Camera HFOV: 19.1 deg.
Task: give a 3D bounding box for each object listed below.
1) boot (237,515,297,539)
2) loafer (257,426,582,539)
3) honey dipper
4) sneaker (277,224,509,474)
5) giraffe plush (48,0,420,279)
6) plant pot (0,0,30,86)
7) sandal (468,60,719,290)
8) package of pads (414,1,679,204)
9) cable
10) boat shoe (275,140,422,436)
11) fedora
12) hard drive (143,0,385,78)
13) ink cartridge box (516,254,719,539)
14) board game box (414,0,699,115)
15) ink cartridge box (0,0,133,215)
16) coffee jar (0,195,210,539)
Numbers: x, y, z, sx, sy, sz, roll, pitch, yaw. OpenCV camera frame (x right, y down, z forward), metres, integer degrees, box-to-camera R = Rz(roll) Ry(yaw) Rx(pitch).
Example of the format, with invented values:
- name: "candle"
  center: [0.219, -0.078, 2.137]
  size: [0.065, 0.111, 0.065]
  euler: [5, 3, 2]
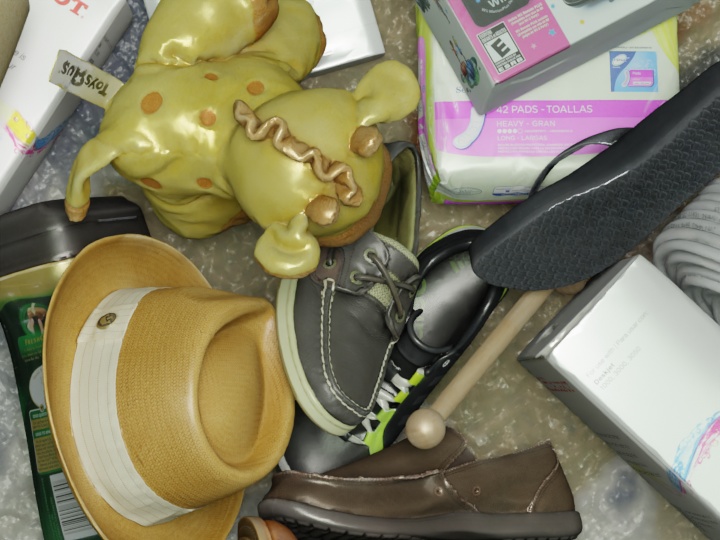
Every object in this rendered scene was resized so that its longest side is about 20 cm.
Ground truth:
- name: "boot"
  center: [0.010, 0.183, 1.199]
  size: [0.154, 0.200, 0.074]
  euler: [-6, 63, -1]
- name: "loafer"
  center: [0.033, 0.127, 1.248]
  size: [0.200, 0.073, 0.071]
  euler: [4, 74, -25]
- name: "honey dipper"
  center: [0.086, 0.032, 1.230]
  size: [0.038, 0.038, 0.200]
  euler: [43, 54, 0]
- name: "sneaker"
  center: [0.018, 0.046, 1.253]
  size: [0.072, 0.083, 0.200]
  euler: [37, 86, 0]
- name: "giraffe plush"
  center: [-0.048, -0.073, 1.160]
  size: [0.162, 0.200, 0.173]
  euler: [24, 106, 29]
- name: "plant pot"
  center: [-0.272, -0.096, 1.131]
  size: [0.187, 0.187, 0.200]
  euler: [39, 74, 0]
- name: "sandal"
  center: [0.148, -0.054, 1.197]
  size: [0.200, 0.076, 0.043]
  euler: [-34, 49, 14]
- name: "package of pads"
  center: [0.108, -0.139, 1.265]
  size: [0.154, 0.068, 0.201]
  euler: [0, 79, -3]
- name: "cable"
  center: [0.259, 0.027, 1.204]
  size: [0.200, 0.200, 0.069]
  euler: [38, 82, 6]
- name: "boat shoe"
  center: [0.001, 0.000, 1.211]
  size: [0.066, 0.201, 0.072]
  euler: [-26, 129, 30]
- name: "fedora"
  center: [-0.090, 0.067, 1.164]
  size: [0.082, 0.200, 0.201]
  euler: [-15, 87, 27]
- name: "hard drive"
  center: [-0.076, -0.208, 1.291]
  size: [0.132, 0.027, 0.200]
  euler: [-16, 89, -3]
- name: "ink cartridge box"
  center: [0.193, 0.087, 1.226]
  size: [0.200, 0.145, 0.085]
  euler: [42, 86, 0]
- name: "board game box"
  center: [0.086, -0.213, 1.212]
  size: [0.147, 0.064, 0.200]
  euler: [-28, 79, -8]
- name: "ink cartridge box"
  center: [-0.245, -0.112, 1.250]
  size: [0.145, 0.084, 0.200]
  euler: [33, 87, 0]
- name: "coffee jar"
  center: [-0.154, 0.057, 1.234]
  size: [0.085, 0.104, 0.201]
  euler: [-15, 87, 29]
